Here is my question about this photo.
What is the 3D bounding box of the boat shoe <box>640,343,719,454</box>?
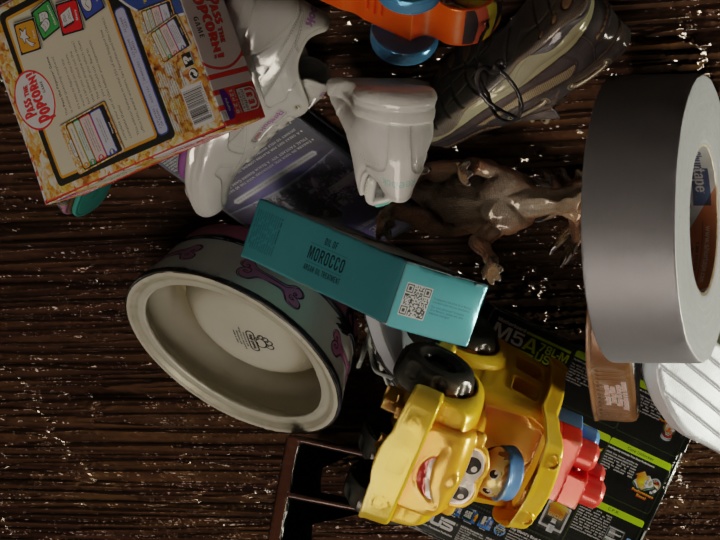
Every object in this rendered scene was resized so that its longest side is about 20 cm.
[{"bbox_3d":[0.267,0.103,1.788,0.071,0.072,0.200,30,169,49],"label":"boat shoe"}]

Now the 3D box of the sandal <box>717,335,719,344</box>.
[{"bbox_3d":[0.285,0.026,1.733,0.080,0.057,0.201,2,143,26],"label":"sandal"}]

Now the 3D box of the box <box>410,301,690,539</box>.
[{"bbox_3d":[0.152,0.153,1.853,0.199,0.194,0.048,24,180,-8],"label":"box"}]

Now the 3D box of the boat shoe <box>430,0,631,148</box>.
[{"bbox_3d":[0.113,-0.130,1.591,0.073,0.075,0.200,28,148,-22],"label":"boat shoe"}]

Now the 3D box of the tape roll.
[{"bbox_3d":[0.207,-0.036,1.570,0.066,0.201,0.201,0,140,20],"label":"tape roll"}]

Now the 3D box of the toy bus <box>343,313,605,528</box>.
[{"bbox_3d":[0.099,0.132,1.715,0.191,0.200,0.136,25,112,0],"label":"toy bus"}]

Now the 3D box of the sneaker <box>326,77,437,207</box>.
[{"bbox_3d":[0.014,-0.090,1.589,0.075,0.200,0.089,0,99,-2],"label":"sneaker"}]

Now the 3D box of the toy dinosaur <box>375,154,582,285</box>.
[{"bbox_3d":[0.097,-0.051,1.702,0.199,0.135,0.086,17,106,35],"label":"toy dinosaur"}]

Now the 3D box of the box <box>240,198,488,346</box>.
[{"bbox_3d":[0.000,0.000,1.691,0.082,0.049,0.200,16,-175,-37],"label":"box"}]

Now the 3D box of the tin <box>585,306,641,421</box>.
[{"bbox_3d":[0.197,0.046,1.731,0.042,0.112,0.200,8,158,12],"label":"tin"}]

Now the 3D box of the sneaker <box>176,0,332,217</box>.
[{"bbox_3d":[-0.078,-0.116,1.658,0.099,0.075,0.200,13,126,-6],"label":"sneaker"}]

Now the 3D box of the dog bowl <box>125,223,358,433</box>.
[{"bbox_3d":[-0.090,0.043,1.863,0.200,0.074,0.200,22,147,15],"label":"dog bowl"}]

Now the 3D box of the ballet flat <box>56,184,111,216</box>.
[{"bbox_3d":[-0.199,-0.119,1.740,0.071,0.069,0.200,49,137,8],"label":"ballet flat"}]

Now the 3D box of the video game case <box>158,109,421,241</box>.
[{"bbox_3d":[-0.063,-0.076,1.775,0.200,0.019,0.143,36,139,-24],"label":"video game case"}]

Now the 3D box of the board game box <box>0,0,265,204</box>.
[{"bbox_3d":[-0.175,-0.148,1.630,0.200,0.046,0.152,-18,91,41],"label":"board game box"}]

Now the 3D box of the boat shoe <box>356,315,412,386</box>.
[{"bbox_3d":[0.035,0.060,1.869,0.068,0.074,0.199,14,158,33],"label":"boat shoe"}]

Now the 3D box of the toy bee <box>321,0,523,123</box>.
[{"bbox_3d":[0.053,-0.184,1.543,0.200,0.109,0.131,46,149,4],"label":"toy bee"}]

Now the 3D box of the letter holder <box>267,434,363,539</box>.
[{"bbox_3d":[0.008,0.206,1.963,0.142,0.101,0.200,10,176,7],"label":"letter holder"}]
